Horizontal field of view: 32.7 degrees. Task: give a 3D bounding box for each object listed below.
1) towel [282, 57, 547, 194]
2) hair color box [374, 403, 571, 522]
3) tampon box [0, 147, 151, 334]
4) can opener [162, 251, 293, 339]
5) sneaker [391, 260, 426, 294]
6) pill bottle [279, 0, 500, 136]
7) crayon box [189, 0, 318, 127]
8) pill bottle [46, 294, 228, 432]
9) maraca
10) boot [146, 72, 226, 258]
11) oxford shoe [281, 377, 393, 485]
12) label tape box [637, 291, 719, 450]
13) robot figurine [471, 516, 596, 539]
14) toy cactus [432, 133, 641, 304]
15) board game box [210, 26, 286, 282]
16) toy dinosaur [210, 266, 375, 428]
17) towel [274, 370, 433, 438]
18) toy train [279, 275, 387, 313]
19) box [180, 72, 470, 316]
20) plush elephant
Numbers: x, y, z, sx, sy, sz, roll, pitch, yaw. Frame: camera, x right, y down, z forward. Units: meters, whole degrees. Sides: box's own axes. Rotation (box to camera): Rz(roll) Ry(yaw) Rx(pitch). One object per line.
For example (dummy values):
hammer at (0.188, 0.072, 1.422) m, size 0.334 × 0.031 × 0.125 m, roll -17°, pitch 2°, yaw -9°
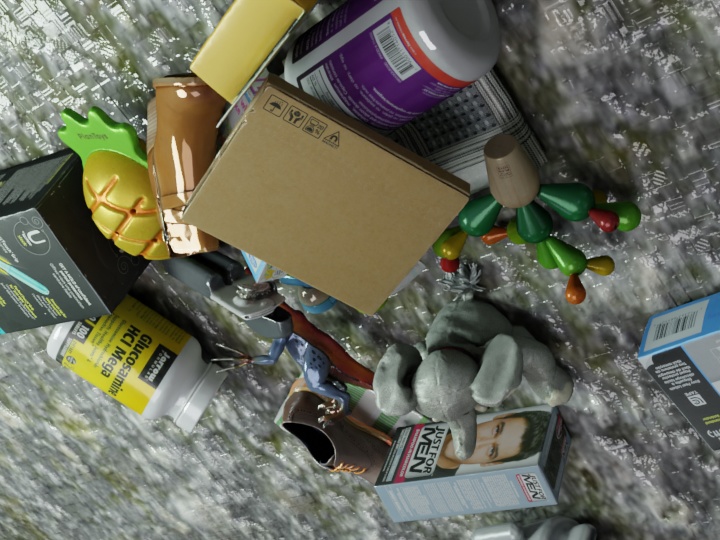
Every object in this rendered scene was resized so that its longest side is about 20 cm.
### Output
towel at (0.044, -0.143, 1.127) m, size 0.199 × 0.035 × 0.193 m, roll -16°, pitch 120°, yaw 38°
hair color box at (0.124, 0.212, 1.346) m, size 0.198 × 0.099 × 0.061 m, roll -12°, pitch 120°, yaw 28°
tampon box at (-0.357, -0.032, 1.378) m, size 0.198 × 0.127 × 0.151 m, roll -10°, pitch 124°, yaw 34°
can opener at (-0.146, 0.020, 1.296) m, size 0.199 × 0.052 × 0.067 m, roll 30°, pitch 136°, yaw 46°
sneaker at (-0.005, -0.072, 1.154) m, size 0.088 × 0.075 × 0.202 m, roll -26°, pitch 86°, yaw 5°
pill bottle at (0.014, -0.174, 1.025) m, size 0.199 × 0.113 × 0.113 m, roll -27°, pitch 114°, yaw 40°
crayon box at (-0.064, -0.220, 0.994) m, size 0.051 × 0.201 × 0.126 m, roll 38°, pitch 136°, yaw -9°
pill bottle at (-0.263, 0.104, 1.462) m, size 0.199 × 0.113 × 0.113 m, roll 32°, pitch 137°, yaw -3°
maraca at (-0.236, -0.090, 1.269) m, size 0.136 × 0.108 × 0.201 m, roll 0°, pitch 136°, yaw 37°
boot at (-0.157, -0.094, 1.124) m, size 0.199 × 0.076 × 0.157 m, roll -15°, pitch 81°, yaw 63°
oxford shoe at (-0.015, 0.215, 1.425) m, size 0.199 × 0.073 × 0.071 m, roll 40°, pitch 133°, yaw -12°
label tape box at (0.379, 0.111, 1.155) m, size 0.143 × 0.066 × 0.200 m, roll -26°, pitch 112°, yaw 42°
robot figurine at (0.204, 0.357, 1.439) m, size 0.199 × 0.113 × 0.170 m, roll -29°, pitch 107°, yaw 42°
toy cactus at (0.144, -0.048, 1.103) m, size 0.198 × 0.103 × 0.166 m, roll 0°, pitch 142°, yaw 29°
board game box at (-0.104, -0.110, 1.152) m, size 0.201 × 0.034 × 0.135 m, roll 62°, pitch 144°, yaw 25°
toy dinosaur at (-0.057, 0.070, 1.345) m, size 0.198 × 0.105 × 0.183 m, roll -17°, pitch 103°, yaw 14°
towel at (0.004, 0.190, 1.462) m, size 0.199 × 0.023 × 0.153 m, roll 31°, pitch 136°, yaw 0°
toy train at (0.000, 0.000, 1.245) m, size 0.198 × 0.085 × 0.116 m, roll 6°, pitch 143°, yaw 31°
box at (-0.031, -0.058, 1.045) m, size 0.198 × 0.021 × 0.164 m, roll 27°, pitch 126°, yaw -18°
plush elephant at (0.105, 0.110, 1.235) m, size 0.163 × 0.155 × 0.201 m, roll -3°, pitch 128°, yaw 30°
